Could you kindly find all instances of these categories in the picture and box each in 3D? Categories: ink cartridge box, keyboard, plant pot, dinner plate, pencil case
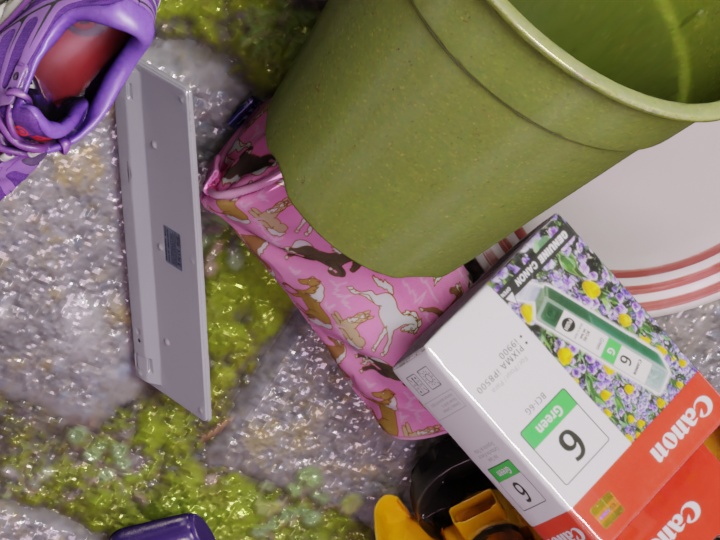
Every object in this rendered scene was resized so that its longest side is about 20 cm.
[{"bbox_3d":[0.123,0.083,1.359,0.200,0.050,0.109,48,64,-2],"label":"ink cartridge box"},{"bbox_3d":[-0.099,-0.015,1.379,0.011,0.056,0.201,-33,135,-37],"label":"keyboard"},{"bbox_3d":[0.055,-0.096,1.244,0.199,0.201,0.190,23,134,-23],"label":"plant pot"},{"bbox_3d":[0.150,-0.047,1.398,0.199,0.024,0.201,-8,140,-6],"label":"dinner plate"},{"bbox_3d":[0.000,0.000,1.388,0.083,0.086,0.200,-51,125,-19],"label":"pencil case"}]

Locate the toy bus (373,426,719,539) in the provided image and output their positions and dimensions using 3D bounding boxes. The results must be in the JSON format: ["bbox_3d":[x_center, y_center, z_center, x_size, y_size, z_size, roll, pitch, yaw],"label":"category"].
[{"bbox_3d":[0.134,0.169,1.506,0.199,0.136,0.192,-29,137,6],"label":"toy bus"}]

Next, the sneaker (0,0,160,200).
[{"bbox_3d":[-0.172,-0.076,1.305,0.080,0.084,0.200,33,113,-27],"label":"sneaker"}]

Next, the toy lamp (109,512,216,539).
[{"bbox_3d":[-0.169,0.193,1.504,0.199,0.058,0.058,-28,124,12],"label":"toy lamp"}]

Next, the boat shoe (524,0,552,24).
[{"bbox_3d":[0.131,-0.131,1.333,0.199,0.063,0.074,-11,125,-3],"label":"boat shoe"}]
